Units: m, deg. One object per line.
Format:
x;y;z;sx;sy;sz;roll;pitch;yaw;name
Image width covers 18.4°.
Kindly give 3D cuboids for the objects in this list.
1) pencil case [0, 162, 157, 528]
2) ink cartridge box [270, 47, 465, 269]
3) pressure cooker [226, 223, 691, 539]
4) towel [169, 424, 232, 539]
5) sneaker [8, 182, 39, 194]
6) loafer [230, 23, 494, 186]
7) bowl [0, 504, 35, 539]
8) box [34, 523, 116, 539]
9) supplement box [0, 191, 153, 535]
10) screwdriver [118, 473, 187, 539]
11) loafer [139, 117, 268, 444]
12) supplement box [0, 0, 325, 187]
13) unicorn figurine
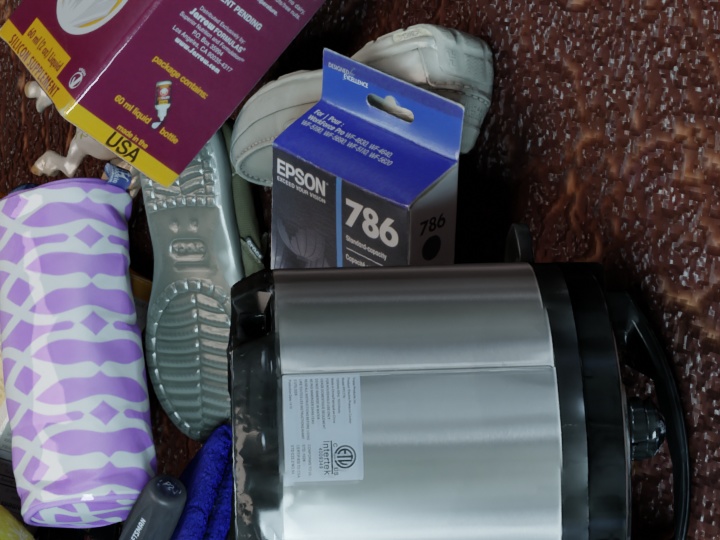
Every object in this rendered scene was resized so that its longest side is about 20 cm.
-0.158;0.046;1.247;0.084;0.085;0.201;-12;73;25;pencil case
0.000;0.000;1.092;0.099;0.039;0.201;26;125;39;ink cartridge box
0.042;0.085;0.949;0.179;0.199;0.176;-99;7;-66;pressure cooker
-0.109;0.195;1.267;0.200;0.049;0.148;123;165;-44;towel
-0.230;0.033;1.502;0.089;0.078;0.201;-115;37;-63;sneaker
-0.006;-0.069;1.142;0.200;0.070;0.070;-20;63;55;loafer
-0.204;0.206;1.219;0.200;0.107;0.201;175;90;-84;bowl
-0.209;0.228;1.412;0.159;0.046;0.200;-87;21;-51;box
-0.225;0.065;1.370;0.126;0.073;0.200;31;93;38;supplement box
-0.140;0.177;1.242;0.200;0.029;0.028;-56;14;41;screwdriver
-0.078;0.002;1.267;0.075;0.070;0.201;7;107;30;loafer
-0.087;-0.161;1.188;0.200;0.086;0.110;-50;41;6;supplement box
-0.172;-0.129;1.420;0.137;0.074;0.200;-40;72;50;unicorn figurine
